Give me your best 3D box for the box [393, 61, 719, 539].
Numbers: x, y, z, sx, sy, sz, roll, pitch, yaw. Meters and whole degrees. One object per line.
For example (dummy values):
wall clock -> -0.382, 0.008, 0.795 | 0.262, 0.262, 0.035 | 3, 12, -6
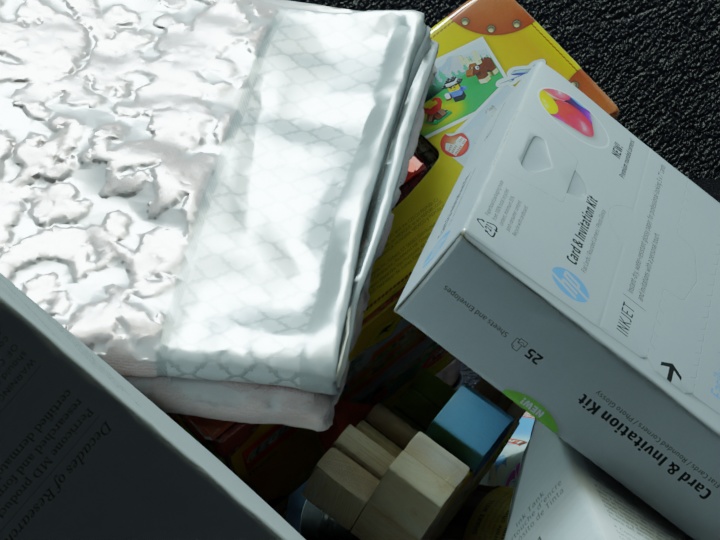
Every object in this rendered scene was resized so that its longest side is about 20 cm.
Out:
box -> 0.116, 0.028, 0.674 | 0.200, 0.041, 0.156 | 38, 28, -5

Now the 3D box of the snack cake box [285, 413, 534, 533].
snack cake box -> 0.007, 0.101, 1.023 | 0.200, 0.067, 0.115 | 7, 9, 32

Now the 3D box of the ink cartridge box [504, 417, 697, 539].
ink cartridge box -> 0.112, 0.108, 0.659 | 0.161, 0.050, 0.200 | 33, 15, -20

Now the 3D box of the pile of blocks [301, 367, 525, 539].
pile of blocks -> 0.019, 0.064, 0.786 | 0.062, 0.082, 0.200 | 36, -2, 7

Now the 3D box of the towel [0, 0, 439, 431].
towel -> -0.081, -0.038, 0.694 | 0.191, 0.032, 0.200 | 9, 45, 6

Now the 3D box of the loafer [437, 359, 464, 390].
loafer -> 0.017, 0.037, 1.012 | 0.072, 0.063, 0.200 | 3, 9, 3

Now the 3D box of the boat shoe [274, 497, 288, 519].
boat shoe -> -0.097, 0.114, 0.885 | 0.068, 0.072, 0.200 | 8, 13, 26

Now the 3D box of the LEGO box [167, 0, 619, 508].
LEGO box -> 0.000, 0.000, 0.811 | 0.200, 0.077, 0.149 | -38, -16, -13

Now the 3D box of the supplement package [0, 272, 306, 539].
supplement package -> -0.096, 0.083, 0.551 | 0.200, 0.120, 0.121 | 46, -7, -38

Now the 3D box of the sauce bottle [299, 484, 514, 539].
sauce bottle -> 0.065, 0.125, 0.883 | 0.200, 0.065, 0.065 | 10, 11, 33
